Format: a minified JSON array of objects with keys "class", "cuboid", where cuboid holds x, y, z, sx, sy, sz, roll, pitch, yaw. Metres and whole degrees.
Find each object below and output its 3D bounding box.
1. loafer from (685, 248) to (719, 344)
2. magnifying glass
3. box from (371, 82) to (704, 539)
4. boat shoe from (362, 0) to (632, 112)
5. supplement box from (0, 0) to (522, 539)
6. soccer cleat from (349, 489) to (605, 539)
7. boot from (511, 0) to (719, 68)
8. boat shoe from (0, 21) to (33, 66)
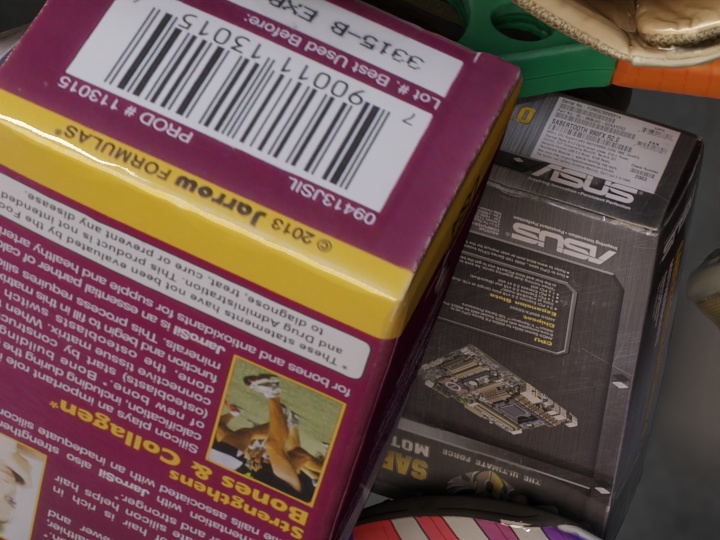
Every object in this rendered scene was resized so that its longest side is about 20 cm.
[{"class":"loafer","cuboid":[0.198,0.013,0.902,0.199,0.075,0.070,-3,99,18]},{"class":"magnifying glass","cuboid":[0.056,-0.071,0.891,0.199,0.080,0.022,9,131,-3]},{"class":"box","cuboid":[0.000,0.000,0.941,0.199,0.048,0.159,17,138,13]},{"class":"boat shoe","cuboid":[-0.015,-0.069,0.957,0.199,0.072,0.076,28,124,10]},{"class":"supplement box","cuboid":[-0.047,0.013,0.864,0.130,0.103,0.200,24,138,5]},{"class":"soccer cleat","cuboid":[0.072,0.123,0.932,0.199,0.073,0.068,12,144,19]},{"class":"boot","cuboid":[0.104,-0.102,0.808,0.199,0.156,0.073,17,113,-17]},{"class":"boat shoe","cuboid":[-0.140,-0.039,0.932,0.065,0.200,0.072,28,130,9]}]
